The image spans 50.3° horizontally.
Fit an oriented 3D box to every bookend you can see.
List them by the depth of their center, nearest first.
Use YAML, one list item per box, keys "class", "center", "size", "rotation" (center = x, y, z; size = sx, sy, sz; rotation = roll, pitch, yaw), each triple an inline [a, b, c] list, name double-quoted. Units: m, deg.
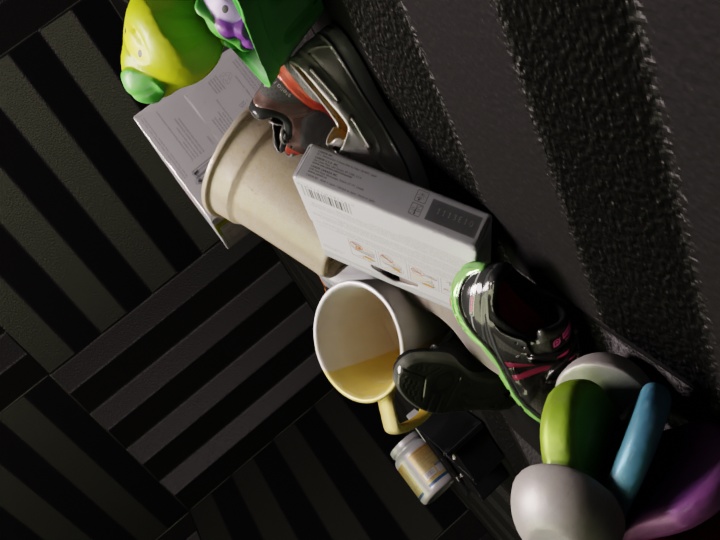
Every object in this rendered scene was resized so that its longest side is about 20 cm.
- class: "bookend"
  center: [0.221, 0.377, 1.521]
  size: [0.202, 0.091, 0.198]
  rotation: [54, 171, -12]

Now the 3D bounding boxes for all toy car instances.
- class: "toy car"
  center: [0.216, 0.164, 0.568]
  size: [0.148, 0.175, 0.202]
  rotation: [-20, 110, 45]

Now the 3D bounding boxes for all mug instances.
- class: "mug"
  center: [0.037, 0.095, 1.009]
  size: [0.147, 0.151, 0.192]
  rotation: [23, 112, 33]

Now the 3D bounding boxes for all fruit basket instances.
- class: "fruit basket"
  center: [-0.158, -0.255, 0.712]
  size: [0.217, 0.214, 0.156]
  rotation: [49, 171, 20]

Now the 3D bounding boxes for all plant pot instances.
- class: "plant pot"
  center: [-0.071, -0.097, 0.980]
  size: [0.182, 0.201, 0.201]
  rotation: [39, 169, 13]

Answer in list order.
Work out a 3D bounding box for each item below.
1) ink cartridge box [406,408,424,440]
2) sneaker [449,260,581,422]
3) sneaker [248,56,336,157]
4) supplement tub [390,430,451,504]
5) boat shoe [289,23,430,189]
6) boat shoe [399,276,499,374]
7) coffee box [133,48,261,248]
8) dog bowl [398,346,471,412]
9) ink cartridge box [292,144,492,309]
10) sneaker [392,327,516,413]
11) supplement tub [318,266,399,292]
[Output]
- class: "ink cartridge box"
  center: [0.195, 0.465, 2.209]
  size: [0.100, 0.039, 0.200]
  rotation: [55, 173, -8]
- class: "sneaker"
  center: [0.160, 0.071, 0.675]
  size: [0.200, 0.077, 0.083]
  rotation: [43, 155, -11]
- class: "sneaker"
  center: [-0.062, -0.163, 0.853]
  size: [0.077, 0.082, 0.199]
  rotation: [49, -172, 30]
- class: "supplement tub"
  center: [0.205, 0.653, 2.547]
  size: [0.201, 0.144, 0.145]
  rotation: [50, 171, 23]
- class: "boat shoe"
  center: [-0.002, -0.137, 0.763]
  size: [0.202, 0.069, 0.071]
  rotation: [57, 170, -20]
- class: "boat shoe"
  center: [0.124, 0.043, 0.890]
  size: [0.199, 0.056, 0.068]
  rotation: [42, 154, 38]
- class: "coffee box"
  center: [-0.202, -0.190, 1.218]
  size: [0.201, 0.198, 0.198]
  rotation: [52, 172, 6]
- class: "dog bowl"
  center: [0.104, 0.133, 1.168]
  size: [0.199, 0.059, 0.200]
  rotation: [38, 170, 8]
- class: "ink cartridge box"
  center: [0.038, -0.035, 0.789]
  size: [0.196, 0.044, 0.174]
  rotation: [24, 162, 17]
- class: "sneaker"
  center: [0.104, 0.110, 0.928]
  size: [0.195, 0.078, 0.115]
  rotation: [7, -150, -35]
- class: "supplement tub"
  center: [0.000, 0.000, 1.129]
  size: [0.123, 0.122, 0.201]
  rotation: [49, 171, 21]
